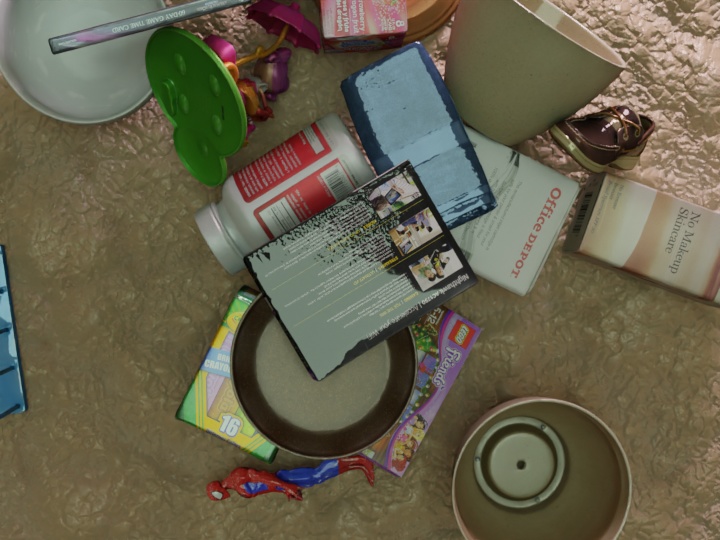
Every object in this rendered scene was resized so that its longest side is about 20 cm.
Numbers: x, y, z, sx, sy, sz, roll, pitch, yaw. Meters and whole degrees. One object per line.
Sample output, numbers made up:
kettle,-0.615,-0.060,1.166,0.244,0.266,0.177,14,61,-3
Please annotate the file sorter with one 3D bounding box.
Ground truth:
file sorter,-0.477,0.080,1.115,0.138,0.123,0.201,-7,93,-2

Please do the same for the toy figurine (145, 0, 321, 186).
toy figurine,-0.121,-0.217,1.103,0.150,0.201,0.184,33,53,24

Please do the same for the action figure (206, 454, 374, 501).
action figure,-0.083,0.250,1.165,0.199,0.065,0.052,-4,73,-2

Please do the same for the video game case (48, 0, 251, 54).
video game case,-0.212,-0.260,1.016,0.199,0.143,0.019,-15,107,-4

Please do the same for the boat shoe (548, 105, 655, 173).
boat shoe,0.276,-0.155,1.092,0.072,0.199,0.072,52,120,24

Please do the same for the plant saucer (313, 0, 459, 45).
plant saucer,0.032,-0.366,1.151,0.199,0.037,0.202,0,93,-1

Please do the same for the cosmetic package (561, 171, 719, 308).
cosmetic package,0.352,-0.034,1.152,0.199,0.087,0.104,18,91,-3

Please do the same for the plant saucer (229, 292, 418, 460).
plant saucer,-0.039,0.098,1.048,0.199,0.037,0.202,1,85,-6

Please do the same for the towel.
towel,0.062,-0.138,1.076,0.111,0.049,0.201,-24,91,2

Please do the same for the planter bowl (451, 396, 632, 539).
planter bowl,0.196,0.236,1.138,0.199,0.135,0.202,0,94,-2

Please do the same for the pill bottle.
pill bottle,-0.084,-0.082,1.123,0.199,0.112,0.113,-32,93,3

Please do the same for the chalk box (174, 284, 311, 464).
chalk box,-0.110,0.095,1.127,0.123,0.124,0.201,26,91,-3

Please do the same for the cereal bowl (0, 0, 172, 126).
cereal bowl,-0.310,-0.263,1.121,0.199,0.083,0.201,0,93,-4

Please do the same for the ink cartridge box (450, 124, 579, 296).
ink cartridge box,0.130,-0.078,1.144,0.199,0.084,0.145,27,92,-1

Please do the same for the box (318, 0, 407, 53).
box,-0.003,-0.348,1.083,0.095,0.100,0.201,-4,93,-1

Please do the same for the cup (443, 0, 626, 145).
cup,0.172,-0.227,1.101,0.200,0.200,0.144,34,114,-3

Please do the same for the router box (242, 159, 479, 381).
router box,0.000,0.000,1.017,0.199,0.051,0.150,-31,91,-8

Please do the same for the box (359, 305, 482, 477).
box,0.036,0.119,1.151,0.136,0.039,0.201,31,77,-4
